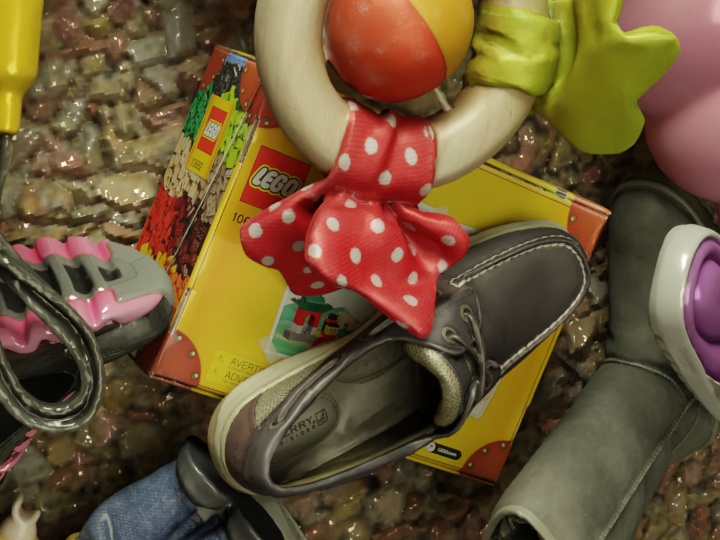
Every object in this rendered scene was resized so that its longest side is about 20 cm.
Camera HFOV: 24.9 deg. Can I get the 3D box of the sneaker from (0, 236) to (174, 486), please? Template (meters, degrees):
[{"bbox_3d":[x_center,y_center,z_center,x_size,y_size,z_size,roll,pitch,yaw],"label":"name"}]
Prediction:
[{"bbox_3d":[-0.168,0.056,0.720,0.199,0.079,0.096,-22,121,3],"label":"sneaker"}]

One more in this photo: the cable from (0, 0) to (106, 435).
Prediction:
[{"bbox_3d":[-0.157,-0.029,0.633,0.096,0.050,0.202,-13,91,-19],"label":"cable"}]

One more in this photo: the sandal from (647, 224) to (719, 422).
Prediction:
[{"bbox_3d":[0.198,0.036,0.820,0.202,0.050,0.083,24,80,-55],"label":"sandal"}]

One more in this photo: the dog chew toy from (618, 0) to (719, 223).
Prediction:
[{"bbox_3d":[0.186,-0.092,0.806,0.124,0.124,0.201,-32,100,-13],"label":"dog chew toy"}]

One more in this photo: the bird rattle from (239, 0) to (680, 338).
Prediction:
[{"bbox_3d":[0.021,-0.082,0.689,0.199,0.113,0.164,-34,111,1],"label":"bird rattle"}]

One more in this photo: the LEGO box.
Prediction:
[{"bbox_3d":[0.000,0.000,0.786,0.199,0.077,0.150,21,95,-27],"label":"LEGO box"}]

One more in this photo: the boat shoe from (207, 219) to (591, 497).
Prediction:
[{"bbox_3d":[0.028,0.045,0.730,0.199,0.065,0.072,-28,112,-16],"label":"boat shoe"}]

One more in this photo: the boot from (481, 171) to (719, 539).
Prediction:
[{"bbox_3d":[0.120,0.070,0.822,0.200,0.072,0.183,-35,118,-40],"label":"boot"}]

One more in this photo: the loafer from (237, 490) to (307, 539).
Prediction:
[{"bbox_3d":[-0.025,0.197,0.843,0.070,0.070,0.201,-42,118,-51],"label":"loafer"}]

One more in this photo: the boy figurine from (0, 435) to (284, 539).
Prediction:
[{"bbox_3d":[-0.135,0.163,0.767,0.200,0.064,0.125,-39,94,2],"label":"boy figurine"}]
